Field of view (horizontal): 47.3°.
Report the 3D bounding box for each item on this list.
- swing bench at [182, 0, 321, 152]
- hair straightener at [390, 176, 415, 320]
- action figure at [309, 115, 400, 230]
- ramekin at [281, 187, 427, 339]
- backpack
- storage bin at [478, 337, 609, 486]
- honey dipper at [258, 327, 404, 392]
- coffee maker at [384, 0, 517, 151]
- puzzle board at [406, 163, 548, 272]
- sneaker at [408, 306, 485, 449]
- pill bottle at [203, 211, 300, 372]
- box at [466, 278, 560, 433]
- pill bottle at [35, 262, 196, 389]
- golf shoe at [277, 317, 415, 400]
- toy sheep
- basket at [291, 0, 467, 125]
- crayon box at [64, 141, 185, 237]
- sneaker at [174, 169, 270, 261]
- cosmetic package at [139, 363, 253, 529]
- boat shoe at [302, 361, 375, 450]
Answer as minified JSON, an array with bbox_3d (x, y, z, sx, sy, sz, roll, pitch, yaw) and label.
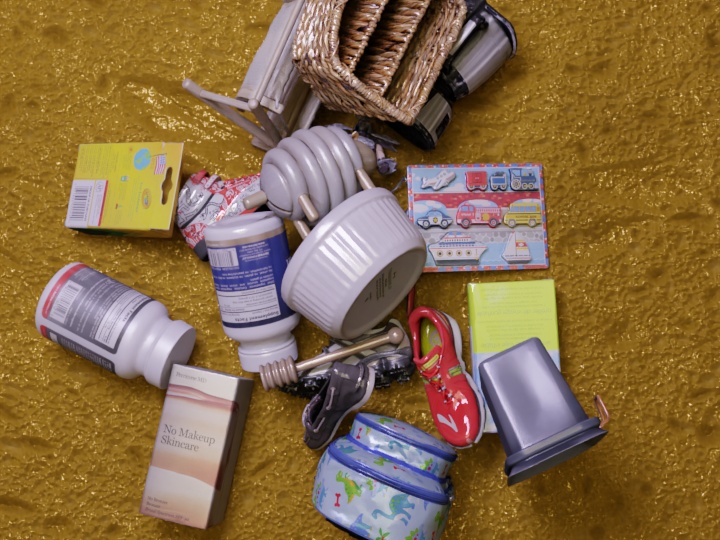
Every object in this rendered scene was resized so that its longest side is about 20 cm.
[{"bbox_3d":[-0.106,-0.282,1.135,0.128,0.200,0.202,21,84,28],"label":"swing bench"},{"bbox_3d":[0.045,-0.034,1.169,0.076,0.041,0.204,4,85,7],"label":"hair straightener"},{"bbox_3d":[-0.014,-0.137,1.179,0.128,0.069,0.203,13,79,16],"label":"action figure"},{"bbox_3d":[0.000,0.000,1.064,0.202,0.202,0.094,-45,70,-3],"label":"ramekin"},{"bbox_3d":[0.032,0.265,1.041,0.180,0.200,0.149,21,89,8],"label":"backpack"},{"bbox_3d":[0.216,0.167,1.007,0.144,0.200,0.136,-25,71,1],"label":"storage bin"},{"bbox_3d":[-0.036,0.115,1.090,0.197,0.038,0.039,-17,80,-2],"label":"honey dipper"},{"bbox_3d":[0.093,-0.299,1.176,0.200,0.135,0.192,-47,54,-4],"label":"coffee maker"},{"bbox_3d":[0.166,-0.076,1.161,0.196,0.017,0.154,-2,81,-5],"label":"puzzle board"},{"bbox_3d":[0.103,0.140,1.094,0.076,0.085,0.202,-29,58,22],"label":"sneaker"},{"bbox_3d":[-0.141,0.029,1.122,0.109,0.111,0.203,-8,104,4],"label":"pill bottle"},{"bbox_3d":[0.211,0.117,1.129,0.120,0.048,0.204,-3,82,6],"label":"box"},{"bbox_3d":[-0.339,0.080,1.151,0.198,0.116,0.117,26,84,8],"label":"pill bottle"},{"bbox_3d":[-0.025,0.122,1.146,0.196,0.078,0.096,-10,62,3],"label":"golf shoe"},{"bbox_3d":[-0.063,-0.119,1.078,0.198,0.138,0.139,-24,79,-29],"label":"toy sheep"},{"bbox_3d":[0.024,-0.310,1.045,0.147,0.143,0.202,18,73,35],"label":"basket"},{"bbox_3d":[-0.326,-0.115,1.178,0.197,0.051,0.129,4,81,29],"label":"crayon box"},{"bbox_3d":[-0.184,-0.116,1.190,0.201,0.067,0.108,-40,82,1],"label":"sneaker"},{"bbox_3d":[-0.223,0.238,1.130,0.102,0.087,0.204,9,82,8],"label":"cosmetic package"},{"bbox_3d":[-0.045,0.173,1.080,0.056,0.200,0.068,21,49,-14],"label":"boat shoe"}]
